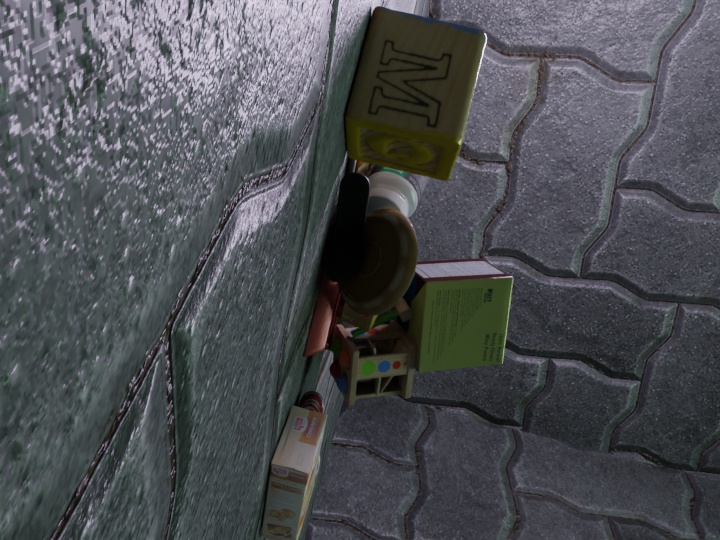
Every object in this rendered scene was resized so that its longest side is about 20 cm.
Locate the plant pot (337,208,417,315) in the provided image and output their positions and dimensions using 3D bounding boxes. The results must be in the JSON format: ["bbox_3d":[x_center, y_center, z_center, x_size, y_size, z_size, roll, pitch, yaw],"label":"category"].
[{"bbox_3d":[0.020,-0.019,1.387,0.027,0.199,0.202,17,85,-43],"label":"plant pot"}]

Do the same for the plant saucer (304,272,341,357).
[{"bbox_3d":[-0.065,0.079,1.546,0.200,0.036,0.202,63,41,-85],"label":"plant saucer"}]

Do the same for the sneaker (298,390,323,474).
[{"bbox_3d":[-0.112,0.354,1.534,0.112,0.070,0.202,-90,-175,-86],"label":"sneaker"}]

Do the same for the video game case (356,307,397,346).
[{"bbox_3d":[0.058,0.104,1.707,0.018,0.142,0.202,-5,117,-63],"label":"video game case"}]

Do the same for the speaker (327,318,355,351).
[{"bbox_3d":[-0.032,0.079,1.696,0.088,0.088,0.202,-43,146,-85],"label":"speaker"}]

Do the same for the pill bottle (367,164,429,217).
[{"bbox_3d":[0.070,-0.170,1.499,0.114,0.112,0.201,100,11,-47],"label":"pill bottle"}]

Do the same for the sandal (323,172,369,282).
[{"bbox_3d":[-0.020,-0.077,1.383,0.045,0.074,0.202,-125,-135,-82],"label":"sandal"}]

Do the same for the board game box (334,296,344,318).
[{"bbox_3d":[0.000,0.000,1.550,0.103,0.019,0.202,5,106,-82],"label":"board game box"}]

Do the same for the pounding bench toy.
[{"bbox_3d":[0.021,0.156,1.583,0.124,0.154,0.202,-130,-139,-60],"label":"pounding bench toy"}]

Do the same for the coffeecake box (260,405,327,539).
[{"bbox_3d":[-0.125,0.385,1.429,0.154,0.072,0.201,-70,173,-57],"label":"coffeecake box"}]

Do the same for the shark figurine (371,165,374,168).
[{"bbox_3d":[0.059,-0.130,1.609,0.128,0.089,0.216,-59,135,-57],"label":"shark figurine"}]

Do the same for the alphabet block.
[{"bbox_3d":[0.090,-0.293,1.295,0.195,0.194,0.202,84,20,-77],"label":"alphabet block"}]

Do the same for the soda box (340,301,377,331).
[{"bbox_3d":[0.028,0.030,1.522,0.200,0.064,0.068,-57,165,-50],"label":"soda box"}]

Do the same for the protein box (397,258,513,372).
[{"bbox_3d":[0.194,0.090,1.611,0.135,0.198,0.201,-137,-133,-63],"label":"protein box"}]

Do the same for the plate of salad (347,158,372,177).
[{"bbox_3d":[0.013,-0.237,1.493,0.200,0.048,0.202,13,90,-86],"label":"plate of salad"}]
